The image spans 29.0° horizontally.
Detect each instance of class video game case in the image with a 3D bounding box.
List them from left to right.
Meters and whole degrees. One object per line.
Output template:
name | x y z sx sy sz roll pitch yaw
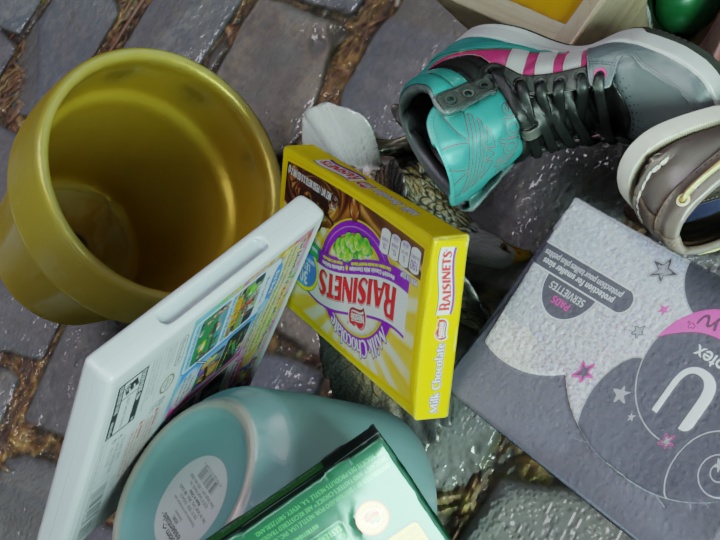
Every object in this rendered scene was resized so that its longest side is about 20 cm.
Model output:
video game case | -0.109 0.065 0.823 0.182 0.024 0.200 -41 -16 -41

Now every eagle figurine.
eagle figurine | 0.037 -0.008 0.871 0.150 0.152 0.201 -5 54 19

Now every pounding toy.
pounding toy | 0.161 -0.212 0.866 0.184 0.142 0.200 -55 41 2

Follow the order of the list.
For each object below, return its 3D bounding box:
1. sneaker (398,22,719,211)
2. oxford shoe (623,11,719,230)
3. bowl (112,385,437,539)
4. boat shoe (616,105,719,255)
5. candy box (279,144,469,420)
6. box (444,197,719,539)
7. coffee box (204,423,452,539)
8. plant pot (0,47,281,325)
sneaker | 0.095 -0.083 0.771 0.200 0.084 0.121 14 44 46
oxford shoe | 0.208 -0.114 0.815 0.073 0.071 0.201 12 74 51
bowl | -0.065 0.146 0.792 0.200 0.105 0.201 -30 40 29
boat shoe | 0.230 -0.064 0.690 0.199 0.072 0.060 -21 42 -2
candy box | 0.000 0.000 0.801 0.200 0.026 0.103 -144 53 -58
box | 0.162 0.069 0.704 0.132 0.115 0.200 -55 41 2
coffee box | 0.013 0.195 0.698 0.123 0.200 0.044 -34 4 -3
plant pot | -0.190 -0.043 1.073 0.189 0.200 0.202 -29 45 50
